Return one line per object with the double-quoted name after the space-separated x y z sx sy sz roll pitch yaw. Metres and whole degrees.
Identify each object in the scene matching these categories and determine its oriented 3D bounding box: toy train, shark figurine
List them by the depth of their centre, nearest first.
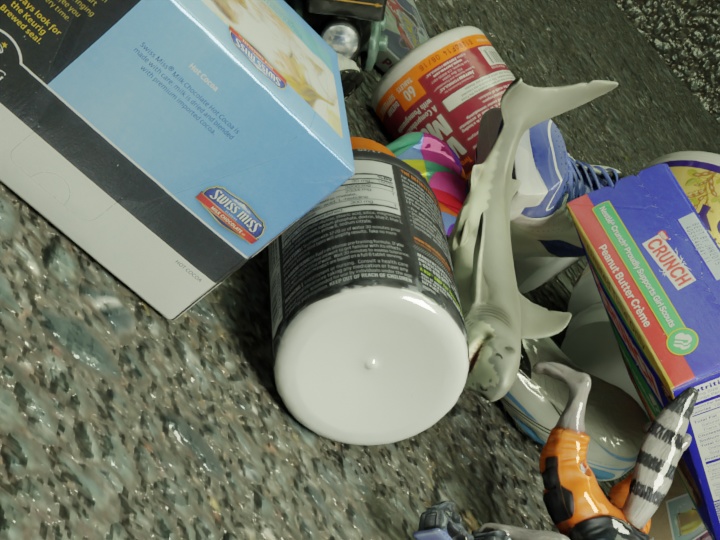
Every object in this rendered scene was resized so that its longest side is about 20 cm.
0.093 -0.006 1.052 0.089 0.128 0.215 19 65 -15 "shark figurine"
-0.016 -0.225 1.346 0.085 0.114 0.200 9 24 -7 "toy train"

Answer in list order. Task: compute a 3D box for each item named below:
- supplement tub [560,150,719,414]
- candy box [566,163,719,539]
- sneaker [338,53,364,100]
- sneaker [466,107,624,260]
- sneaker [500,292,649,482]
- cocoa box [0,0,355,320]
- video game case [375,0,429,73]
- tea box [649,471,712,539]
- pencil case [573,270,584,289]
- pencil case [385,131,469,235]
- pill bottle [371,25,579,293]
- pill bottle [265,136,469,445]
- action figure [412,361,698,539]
0.253 0.016 1.435 0.145 0.145 0.200 46 51 -18 "supplement tub"
0.216 0.058 1.153 0.200 0.077 0.169 65 2 -47 "candy box"
-0.067 -0.142 1.189 0.079 0.074 0.200 47 10 13 "sneaker"
0.136 -0.056 1.222 0.199 0.115 0.081 105 -18 -73 "sneaker"
0.112 0.073 1.241 0.200 0.073 0.072 42 43 7 "sneaker"
-0.116 -0.103 0.881 0.200 0.131 0.133 42 21 -29 "cocoa box"
0.010 -0.239 1.615 0.182 0.023 0.200 37 24 -39 "video game case"
0.311 0.236 1.287 0.197 0.134 0.200 32 27 -46 "tea box"
0.254 0.073 1.539 0.083 0.087 0.200 0 48 -29 "pencil case"
0.041 -0.013 1.180 0.088 0.088 0.200 43 19 -26 "pencil case"
0.104 -0.087 1.422 0.200 0.110 0.110 56 19 12 "pill bottle"
0.000 0.000 1.012 0.106 0.106 0.200 43 20 -26 "pill bottle"
0.119 0.149 0.975 0.200 0.104 0.194 37 57 -49 "action figure"
